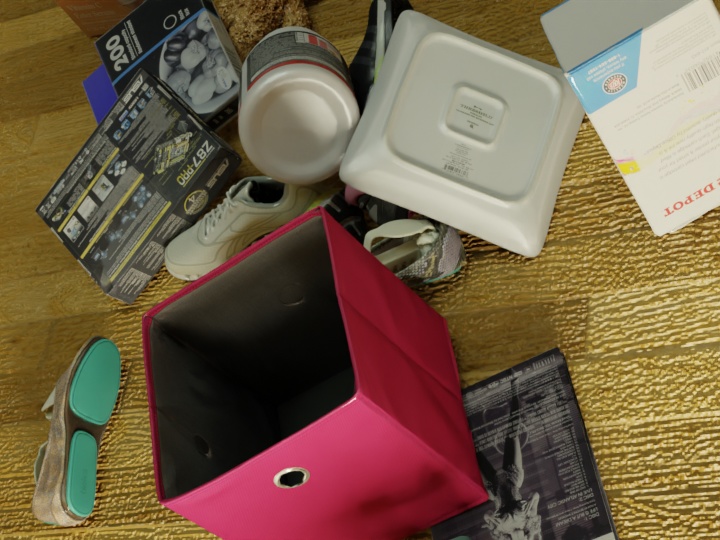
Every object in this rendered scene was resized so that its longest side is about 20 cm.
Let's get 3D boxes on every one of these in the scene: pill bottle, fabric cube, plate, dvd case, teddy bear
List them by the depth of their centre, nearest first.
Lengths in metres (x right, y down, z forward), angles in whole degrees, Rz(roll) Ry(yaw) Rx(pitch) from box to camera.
[{"bbox_3d":[0.122,0.173,1.170,0.148,0.016,0.201,-25,48,16],"label":"dvd case"},{"bbox_3d":[-0.040,0.111,1.180,0.195,0.199,0.201,-29,46,19],"label":"fabric cube"},{"bbox_3d":[0.102,-0.135,1.316,0.198,0.032,0.202,22,66,-1],"label":"plate"},{"bbox_3d":[-0.063,-0.169,1.400,0.115,0.116,0.200,-31,22,9],"label":"pill bottle"},{"bbox_3d":[-0.116,-0.302,1.633,0.199,0.067,0.146,-29,49,12],"label":"teddy bear"}]

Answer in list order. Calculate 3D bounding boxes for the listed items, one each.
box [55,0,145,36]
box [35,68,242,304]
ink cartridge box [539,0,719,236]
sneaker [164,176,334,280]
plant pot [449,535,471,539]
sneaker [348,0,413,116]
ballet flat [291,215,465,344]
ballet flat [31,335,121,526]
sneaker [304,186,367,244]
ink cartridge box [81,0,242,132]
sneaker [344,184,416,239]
[{"bbox_3d":[-0.316,-0.393,1.736,0.151,0.200,0.107,1,58,34],"label":"box"},{"bbox_3d":[-0.240,-0.092,1.528,0.201,0.049,0.161,-52,55,7],"label":"box"},{"bbox_3d":[0.258,-0.142,1.200,0.128,0.201,0.126,-28,29,12],"label":"ink cartridge box"},{"bbox_3d":[-0.121,-0.053,1.448,0.198,0.081,0.076,-23,50,19],"label":"sneaker"},{"bbox_3d":[0.069,0.307,1.025,0.140,0.141,0.202,-22,47,18],"label":"plant pot"},{"bbox_3d":[0.011,-0.218,1.488,0.082,0.072,0.202,-16,51,26],"label":"sneaker"},{"bbox_3d":[0.000,0.000,1.300,0.199,0.072,0.072,-25,45,-10],"label":"ballet flat"},{"bbox_3d":[-0.289,0.157,1.415,0.067,0.068,0.202,-17,49,31],"label":"ballet flat"},{"bbox_3d":[-0.068,0.001,1.379,0.090,0.078,0.201,9,61,46],"label":"sneaker"},{"bbox_3d":[-0.229,-0.209,1.614,0.199,0.043,0.199,-37,57,16],"label":"ink cartridge box"},{"bbox_3d":[0.083,-0.104,1.370,0.199,0.079,0.096,-39,75,-8],"label":"sneaker"}]
